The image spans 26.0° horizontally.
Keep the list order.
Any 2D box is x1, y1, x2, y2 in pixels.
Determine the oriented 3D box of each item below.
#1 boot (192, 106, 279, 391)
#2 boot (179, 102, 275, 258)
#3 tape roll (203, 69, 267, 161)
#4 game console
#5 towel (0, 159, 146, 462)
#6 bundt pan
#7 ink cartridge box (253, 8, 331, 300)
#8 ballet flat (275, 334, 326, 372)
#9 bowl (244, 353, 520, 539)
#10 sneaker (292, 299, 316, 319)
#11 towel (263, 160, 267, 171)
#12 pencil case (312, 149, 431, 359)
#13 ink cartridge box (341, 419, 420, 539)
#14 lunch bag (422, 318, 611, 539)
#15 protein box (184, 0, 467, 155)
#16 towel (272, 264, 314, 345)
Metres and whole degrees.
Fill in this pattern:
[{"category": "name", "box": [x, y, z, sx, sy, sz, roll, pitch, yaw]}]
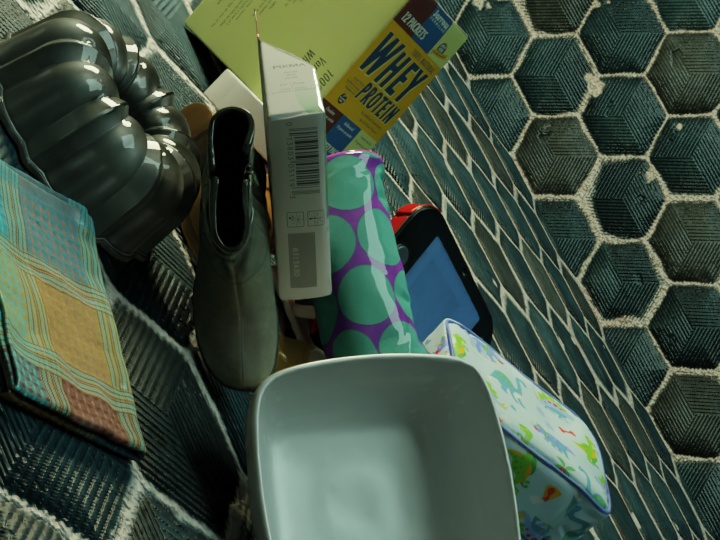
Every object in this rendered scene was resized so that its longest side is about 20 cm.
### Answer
[{"category": "boot", "box": [-0.098, -0.012, 1.157, 0.131, 0.067, 0.203, 105, -18, -84]}, {"category": "boot", "box": [-0.094, -0.044, 1.385, 0.155, 0.073, 0.201, 49, 19, -47]}, {"category": "tape roll", "box": [-0.071, -0.112, 1.518, 0.203, 0.037, 0.203, 46, 0, 0]}, {"category": "game console", "box": [0.044, 0.056, 1.434, 0.031, 0.177, 0.201, 13, -34, 40]}, {"category": "towel", "box": [-0.200, 0.016, 1.004, 0.147, 0.022, 0.201, 38, 26, -54]}, {"category": "bundt pan", "box": [-0.189, -0.111, 1.185, 0.203, 0.075, 0.202, 55, 14, -21]}, {"category": "ink cartridge box", "box": [-0.054, -0.098, 1.244, 0.201, 0.049, 0.162, -97, -176, -57]}, {"category": "ballet flat", "box": [-0.015, 0.112, 1.350, 0.200, 0.063, 0.069, 49, 28, -36]}, {"category": "bowl", "box": [0.008, 0.166, 1.122, 0.198, 0.075, 0.202, -2, 74, -25]}, {"category": "sneaker", "box": [0.007, -0.019, 1.449, 0.199, 0.070, 0.100, -14, 108, -55]}, {"category": "towel", "box": [-0.032, -0.034, 1.614, 0.200, 0.023, 0.144, 44, 6, -47]}, {"category": "pencil case", "box": [0.000, 0.000, 1.314, 0.092, 0.085, 0.202, 9, 60, -45]}, {"category": "ink cartridge box", "box": [0.021, 0.211, 1.244, 0.201, 0.084, 0.145, 60, 13, 3]}, {"category": "lunch bag", "box": [0.125, 0.142, 1.355, 0.199, 0.082, 0.161, 38, 21, -19]}, {"category": "protein box", "box": [-0.036, -0.252, 1.639, 0.200, 0.199, 0.135, 45, 7, 29]}, {"category": "towel", "box": [-0.022, 0.073, 1.497, 0.147, 0.030, 0.200, 64, 17, 17]}]
